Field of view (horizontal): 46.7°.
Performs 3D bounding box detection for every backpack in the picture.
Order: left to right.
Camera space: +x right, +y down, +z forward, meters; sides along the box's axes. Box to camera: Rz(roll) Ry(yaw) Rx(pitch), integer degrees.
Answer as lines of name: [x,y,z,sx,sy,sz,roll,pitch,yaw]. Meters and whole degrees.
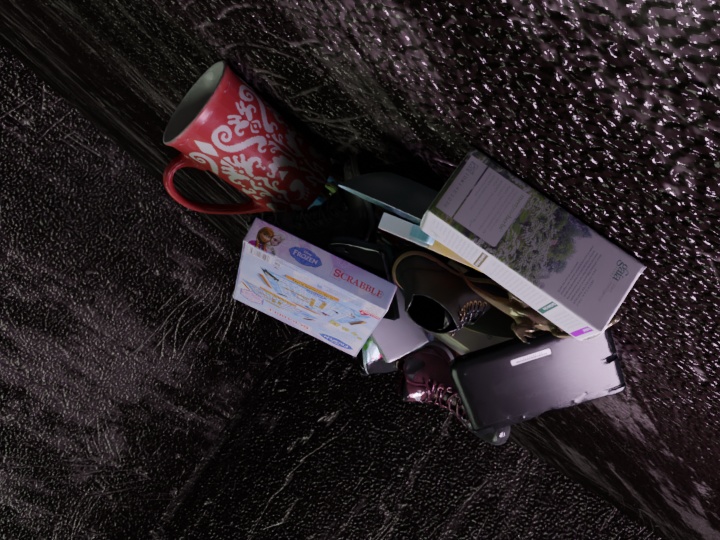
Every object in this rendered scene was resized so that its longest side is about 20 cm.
backpack: [0.045,0.054,1.380,0.178,0.149,0.202,-60,-46,-80]

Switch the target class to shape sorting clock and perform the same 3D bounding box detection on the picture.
shape sorting clock: [0.020,-0.078,1.228,0.199,0.039,0.200,36,172,6]

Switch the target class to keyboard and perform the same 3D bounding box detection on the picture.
keyboard: [0.000,0.000,1.102,0.103,0.040,0.200,13,153,14]

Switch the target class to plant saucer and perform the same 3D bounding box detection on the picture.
plant saucer: [0.072,-0.072,0.947,0.200,0.039,0.201,25,-178,-1]

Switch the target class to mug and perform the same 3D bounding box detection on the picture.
mug: [-0.161,-0.157,1.139,0.199,0.177,0.134,35,-145,-27]

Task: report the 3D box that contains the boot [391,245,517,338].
boot: [0.129,0.056,1.009,0.199,0.078,0.139,21,-159,-10]

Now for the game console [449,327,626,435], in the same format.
game console: [0.226,0.127,1.078,0.117,0.198,0.177,-92,-19,-61]

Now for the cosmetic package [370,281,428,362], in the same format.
cosmetic package: [0.019,0.036,1.242,0.201,0.074,0.102,62,176,5]

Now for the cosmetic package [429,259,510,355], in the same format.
cosmetic package: [0.187,0.085,1.229,0.199,0.104,0.073,33,169,13]

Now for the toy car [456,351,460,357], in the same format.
toy car: [0.223,0.145,1.339,0.200,0.174,0.151,-160,56,-71]

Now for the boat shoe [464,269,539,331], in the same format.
boat shoe: [0.220,0.061,1.116,0.200,0.074,0.063,26,-149,-4]

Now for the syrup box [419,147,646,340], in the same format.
syrup box: [0.162,-0.023,0.804,0.199,0.079,0.081,35,171,4]

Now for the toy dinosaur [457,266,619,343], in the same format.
toy dinosaur: [0.192,0.049,0.956,0.198,0.059,0.101,17,-177,16]

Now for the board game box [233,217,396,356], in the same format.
board game box: [-0.068,0.029,1.115,0.199,0.041,0.200,26,154,-2]

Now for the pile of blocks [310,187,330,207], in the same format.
pile of blocks: [-0.101,-0.106,1.289,0.199,0.062,0.082,21,-152,-47]

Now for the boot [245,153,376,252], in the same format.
boot: [-0.066,-0.066,1.099,0.172,0.070,0.201,-3,139,2]

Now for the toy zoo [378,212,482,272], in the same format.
toy zoo: [0.097,-0.030,1.001,0.130,0.021,0.200,24,-176,13]

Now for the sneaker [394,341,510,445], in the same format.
sneaker: [0.120,0.192,1.227,0.115,0.076,0.200,-10,-139,-38]
